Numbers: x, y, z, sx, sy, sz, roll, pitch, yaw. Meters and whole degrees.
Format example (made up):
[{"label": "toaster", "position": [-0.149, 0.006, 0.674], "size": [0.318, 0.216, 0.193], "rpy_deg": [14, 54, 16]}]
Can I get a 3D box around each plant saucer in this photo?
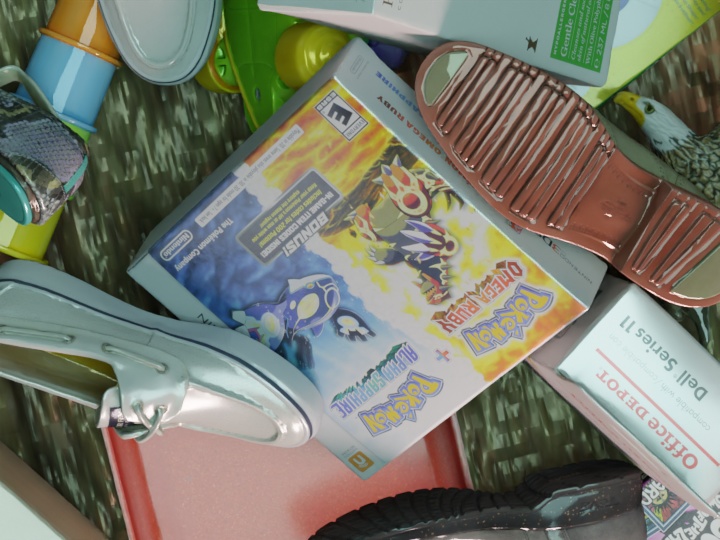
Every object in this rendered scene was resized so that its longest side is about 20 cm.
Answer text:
[{"label": "plant saucer", "position": [-0.037, 0.128, 1.482], "size": [0.199, 0.037, 0.201], "rpy_deg": [-14, 98, -6]}]

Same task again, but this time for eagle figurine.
[{"label": "eagle figurine", "position": [0.211, -0.068, 1.433], "size": [0.151, 0.152, 0.200], "rpy_deg": [41, 88, -26]}]

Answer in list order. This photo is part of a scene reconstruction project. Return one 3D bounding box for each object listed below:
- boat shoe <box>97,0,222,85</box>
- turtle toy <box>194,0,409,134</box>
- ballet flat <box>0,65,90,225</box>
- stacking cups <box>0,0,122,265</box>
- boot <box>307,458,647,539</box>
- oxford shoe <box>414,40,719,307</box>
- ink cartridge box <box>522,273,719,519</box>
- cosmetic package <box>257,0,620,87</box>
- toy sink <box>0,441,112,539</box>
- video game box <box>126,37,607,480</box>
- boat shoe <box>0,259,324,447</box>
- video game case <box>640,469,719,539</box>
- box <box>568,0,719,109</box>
[{"label": "boat shoe", "position": [-0.112, -0.192, 1.360], "size": [0.072, 0.066, 0.201], "rpy_deg": [3, 107, 6]}, {"label": "turtle toy", "position": [-0.023, -0.134, 1.417], "size": [0.101, 0.146, 0.201], "rpy_deg": [-8, 98, -28]}, {"label": "ballet flat", "position": [-0.221, -0.095, 1.397], "size": [0.200, 0.072, 0.072], "rpy_deg": [35, 90, 25]}, {"label": "stacking cups", "position": [-0.160, -0.103, 1.429], "size": [0.060, 0.061, 0.201], "rpy_deg": [25, 92, -10]}, {"label": "boot", "position": [0.075, 0.189, 1.454], "size": [0.199, 0.070, 0.132], "rpy_deg": [-8, 101, -3]}, {"label": "oxford shoe", "position": [0.107, -0.052, 1.325], "size": [0.200, 0.074, 0.071], "rpy_deg": [37, 101, -15]}, {"label": "ink cartridge box", "position": [0.154, 0.062, 1.419], "size": [0.117, 0.200, 0.067], "rpy_deg": [43, 89, -10]}, {"label": "cosmetic package", "position": [0.048, -0.165, 1.342], "size": [0.200, 0.085, 0.108], "rpy_deg": [9, 91, -50]}, {"label": "toy sink", "position": [-0.207, 0.180, 1.420], "size": [0.200, 0.112, 0.130], "rpy_deg": [41, 91, -2]}, {"label": "video game box", "position": [0.000, 0.000, 1.377], "size": [0.182, 0.047, 0.200], "rpy_deg": [40, 130, -11]}, {"label": "boat shoe", "position": [-0.120, 0.061, 1.397], "size": [0.199, 0.071, 0.070], "rpy_deg": [23, 51, 1]}, {"label": "video game case", "position": [0.215, 0.193, 1.524], "size": [0.200, 0.036, 0.181], "rpy_deg": [-44, 100, -2]}, {"label": "box", "position": [0.140, -0.170, 1.472], "size": [0.200, 0.048, 0.118], "rpy_deg": [-39, 99, -4]}]
